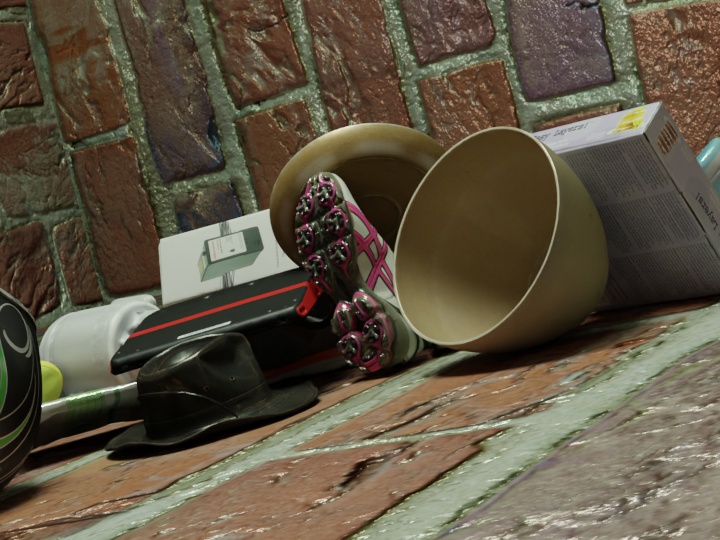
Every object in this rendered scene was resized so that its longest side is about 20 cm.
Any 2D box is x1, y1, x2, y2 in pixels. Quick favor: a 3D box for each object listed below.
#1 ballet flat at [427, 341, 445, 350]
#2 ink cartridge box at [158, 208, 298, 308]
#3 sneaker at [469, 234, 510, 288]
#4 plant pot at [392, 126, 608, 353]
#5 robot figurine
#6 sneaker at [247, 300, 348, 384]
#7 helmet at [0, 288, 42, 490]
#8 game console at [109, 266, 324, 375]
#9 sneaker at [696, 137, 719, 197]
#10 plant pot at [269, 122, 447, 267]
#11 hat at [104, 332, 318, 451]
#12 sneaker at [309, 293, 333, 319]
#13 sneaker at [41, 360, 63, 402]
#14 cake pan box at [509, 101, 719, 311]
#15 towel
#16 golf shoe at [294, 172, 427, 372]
[{"bbox_3d":[0.093,0.042,1.700,0.070,0.071,0.200,-14,4,-1],"label":"ballet flat"},{"bbox_3d":[-0.101,0.002,1.844,0.199,0.085,0.146,-14,-24,21],"label":"ink cartridge box"},{"bbox_3d":[0.129,-0.044,1.657,0.075,0.201,0.105,-15,-42,23],"label":"sneaker"},{"bbox_3d":[0.145,-0.011,1.506,0.134,0.202,0.200,23,-22,-38],"label":"plant pot"},{"bbox_3d":[-0.286,0.097,1.907,0.199,0.113,0.170,-12,39,38],"label":"robot figurine"},{"bbox_3d":[-0.095,0.074,1.742,0.199,0.082,0.077,-13,4,11],"label":"sneaker"},{"bbox_3d":[-0.362,0.111,1.386,0.198,0.192,0.200,8,-27,4],"label":"helmet"},{"bbox_3d":[-0.135,0.050,1.641,0.199,0.031,0.177,-17,13,10],"label":"game console"},{"bbox_3d":[0.340,-0.020,1.627,0.080,0.130,0.200,-51,-7,-45],"label":"sneaker"},{"bbox_3d":[0.009,-0.057,1.683,0.199,0.201,0.028,-14,39,1],"label":"plant pot"},{"bbox_3d":[-0.143,0.102,1.520,0.199,0.081,0.201,-14,2,1],"label":"hat"},{"bbox_3d":[-0.059,0.076,1.821,0.199,0.081,0.086,-14,-19,26],"label":"sneaker"},{"bbox_3d":[-0.384,0.154,1.789,0.090,0.079,0.200,-11,16,45],"label":"sneaker"},{"bbox_3d":[0.244,-0.050,1.556,0.184,0.200,0.052,-11,34,48],"label":"cake pan box"},{"bbox_3d":[-0.244,0.137,1.632,0.199,0.031,0.149,-13,-9,-13],"label":"towel"},{"bbox_3d":[0.000,0.000,1.618,0.072,0.201,0.092,-27,-12,39],"label":"golf shoe"}]
